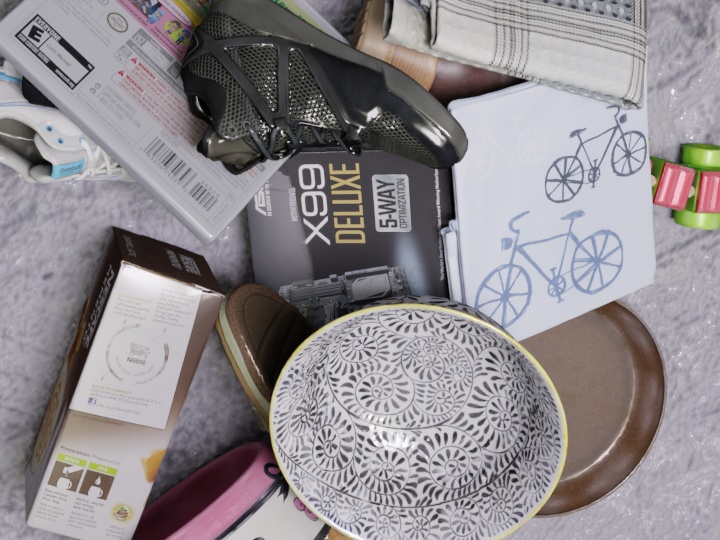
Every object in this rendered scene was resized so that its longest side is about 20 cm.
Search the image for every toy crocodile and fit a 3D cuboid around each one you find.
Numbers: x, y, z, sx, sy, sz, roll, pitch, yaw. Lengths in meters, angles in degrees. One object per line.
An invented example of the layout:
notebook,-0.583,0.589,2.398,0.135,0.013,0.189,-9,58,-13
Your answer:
toy crocodile,0.250,-0.070,1.088,0.198,0.062,0.068,5,103,-18

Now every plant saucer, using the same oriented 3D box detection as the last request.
plant saucer,0.162,0.109,1.129,0.198,0.032,0.202,-4,105,-14

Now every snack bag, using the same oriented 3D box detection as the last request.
snack bag,0.137,-0.051,0.973,0.187,0.021,0.202,-20,117,-26

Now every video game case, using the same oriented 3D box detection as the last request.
video game case,-0.119,-0.149,0.924,0.200,0.022,0.182,43,68,-7

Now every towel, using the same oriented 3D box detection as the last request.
towel,0.113,-0.220,0.924,0.198,0.035,0.195,11,72,-17

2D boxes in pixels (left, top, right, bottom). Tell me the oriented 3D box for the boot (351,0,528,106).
boot,0.089,-0.211,0.979,0.165,0.072,0.202,16,80,-15

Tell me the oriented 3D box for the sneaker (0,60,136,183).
sneaker,-0.192,-0.085,0.938,0.198,0.087,0.075,7,126,-15

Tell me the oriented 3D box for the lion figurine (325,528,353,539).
lion figurine,0.033,0.185,1.047,0.122,0.200,0.073,-18,79,-32

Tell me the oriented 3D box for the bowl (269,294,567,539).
bowl,0.042,0.089,0.930,0.198,0.094,0.203,3,118,6

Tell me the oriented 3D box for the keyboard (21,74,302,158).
keyboard,-0.131,-0.145,0.941,0.198,0.105,0.040,11,143,-19

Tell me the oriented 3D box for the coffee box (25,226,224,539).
coffee box,-0.176,0.083,0.982,0.079,0.114,0.202,19,100,-19

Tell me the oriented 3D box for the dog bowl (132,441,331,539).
dog bowl,-0.118,0.205,0.996,0.199,0.200,0.074,-35,97,-4

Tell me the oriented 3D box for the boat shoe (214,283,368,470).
boat shoe,-0.053,0.100,0.992,0.072,0.076,0.201,-47,111,-39

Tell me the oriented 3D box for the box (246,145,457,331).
box,0.000,0.000,1.004,0.156,0.050,0.202,1,109,14

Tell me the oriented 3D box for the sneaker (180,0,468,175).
sneaker,-0.033,-0.095,0.882,0.198,0.076,0.115,28,76,4

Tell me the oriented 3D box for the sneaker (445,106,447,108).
sneaker,0.076,-0.105,1.032,0.089,0.079,0.201,28,92,-7
